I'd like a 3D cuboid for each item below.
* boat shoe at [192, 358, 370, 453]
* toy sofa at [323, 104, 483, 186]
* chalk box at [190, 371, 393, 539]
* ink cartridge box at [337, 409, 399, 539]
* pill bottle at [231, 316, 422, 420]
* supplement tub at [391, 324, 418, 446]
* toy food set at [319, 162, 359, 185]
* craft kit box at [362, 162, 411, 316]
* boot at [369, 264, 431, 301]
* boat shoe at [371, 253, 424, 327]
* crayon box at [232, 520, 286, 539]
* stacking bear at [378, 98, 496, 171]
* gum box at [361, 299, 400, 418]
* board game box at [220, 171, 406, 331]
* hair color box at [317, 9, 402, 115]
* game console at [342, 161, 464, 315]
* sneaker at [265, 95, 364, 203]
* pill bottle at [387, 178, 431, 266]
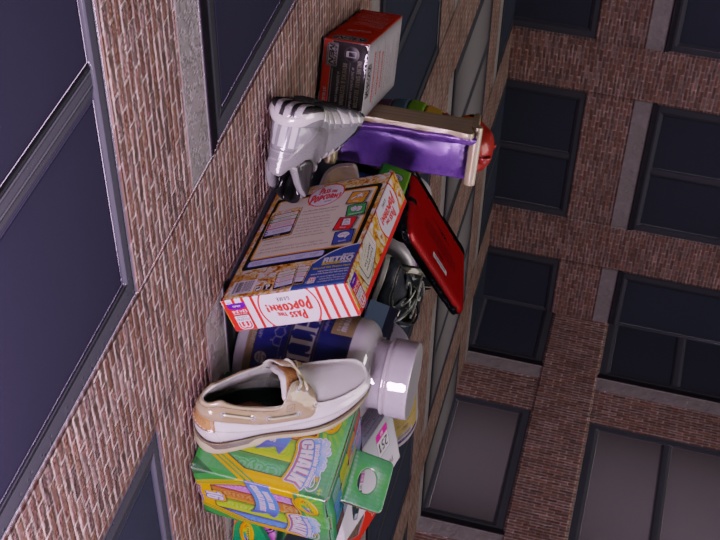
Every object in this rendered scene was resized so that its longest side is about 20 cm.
[{"bbox_3d":[-0.078,0.131,1.412,0.075,0.200,0.068,54,-27,38],"label":"boat shoe"},{"bbox_3d":[0.055,-0.166,1.749,0.098,0.199,0.083,-72,170,-65],"label":"toy sofa"},{"bbox_3d":[-0.067,0.211,1.482,0.124,0.200,0.125,86,19,-57],"label":"chalk box"},{"bbox_3d":[0.001,0.316,1.902,0.200,0.043,0.174,-51,137,-51],"label":"ink cartridge box"},{"bbox_3d":[-0.035,0.106,1.540,0.120,0.200,0.120,11,90,-80],"label":"pill bottle"},{"bbox_3d":[0.016,0.174,2.050,0.200,0.145,0.146,87,18,-54],"label":"supplement tub"},{"bbox_3d":[-0.036,-0.023,1.770,0.144,0.060,0.200,76,31,-66],"label":"toy food set"},{"bbox_3d":[0.000,0.000,1.691,0.198,0.048,0.200,-73,180,-49],"label":"craft kit box"},{"bbox_3d":[0.024,0.065,1.956,0.203,0.073,0.154,3,90,-46],"label":"boot"},{"bbox_3d":[0.051,0.035,1.813,0.200,0.062,0.075,86,27,-70],"label":"boat shoe"},{"bbox_3d":[-0.103,0.262,1.736,0.200,0.058,0.119,-53,153,-68],"label":"crayon box"},{"bbox_3d":[0.091,-0.189,1.910,0.121,0.200,0.114,-54,153,-67],"label":"stacking bear"},{"bbox_3d":[-0.002,0.140,1.776,0.200,0.044,0.170,107,4,-79],"label":"gum box"},{"bbox_3d":[-0.048,-0.023,1.465,0.046,0.151,0.200,65,30,-32],"label":"board game box"},{"bbox_3d":[0.001,-0.265,1.728,0.200,0.061,0.102,-58,157,-66],"label":"hair color box"},{"bbox_3d":[0.058,-0.047,1.874,0.200,0.118,0.173,53,32,-46],"label":"game console"},{"bbox_3d":[-0.062,-0.135,1.530,0.200,0.075,0.116,-12,118,-68],"label":"sneaker"},{"bbox_3d":[0.055,-0.066,2.117,0.200,0.104,0.104,-67,164,-47],"label":"pill bottle"}]
